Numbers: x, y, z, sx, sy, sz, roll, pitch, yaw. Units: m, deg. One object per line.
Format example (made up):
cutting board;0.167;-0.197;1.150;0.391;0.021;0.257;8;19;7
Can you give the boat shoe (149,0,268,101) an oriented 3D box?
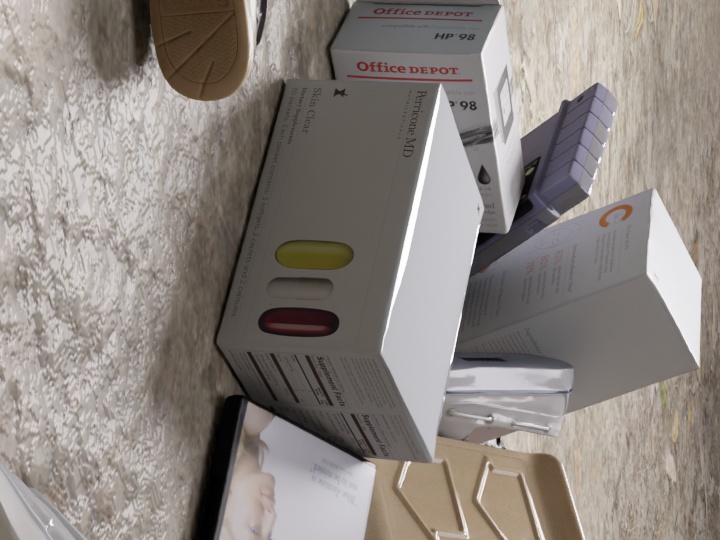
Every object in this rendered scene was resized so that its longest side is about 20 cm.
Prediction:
boat shoe;-0.083;-0.196;1.025;0.065;0.071;0.202;-61;149;-76

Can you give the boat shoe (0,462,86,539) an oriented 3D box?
boat shoe;-0.141;0.120;0.761;0.072;0.200;0.069;-50;178;1

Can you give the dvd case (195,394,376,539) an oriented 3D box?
dvd case;-0.053;0.195;1.177;0.142;0.017;0.202;33;61;-45

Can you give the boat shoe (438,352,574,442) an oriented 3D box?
boat shoe;0.066;0.096;1.373;0.074;0.198;0.066;-152;-113;-68

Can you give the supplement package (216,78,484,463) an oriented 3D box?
supplement package;0.000;0.000;1.240;0.156;0.110;0.201;65;33;-56

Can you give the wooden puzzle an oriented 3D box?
wooden puzzle;0.072;0.203;1.306;0.199;0.046;0.186;10;50;-32

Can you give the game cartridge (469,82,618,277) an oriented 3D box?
game cartridge;0.113;-0.057;1.488;0.038;0.200;0.130;44;40;-13

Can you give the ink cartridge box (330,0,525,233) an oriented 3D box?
ink cartridge box;0.047;-0.127;1.357;0.067;0.115;0.201;-65;152;-45

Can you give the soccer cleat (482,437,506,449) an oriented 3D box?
soccer cleat;0.076;0.109;1.592;0.068;0.073;0.202;21;54;-48

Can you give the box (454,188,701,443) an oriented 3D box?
box;0.158;0.037;1.481;0.098;0.199;0.125;57;26;-25
